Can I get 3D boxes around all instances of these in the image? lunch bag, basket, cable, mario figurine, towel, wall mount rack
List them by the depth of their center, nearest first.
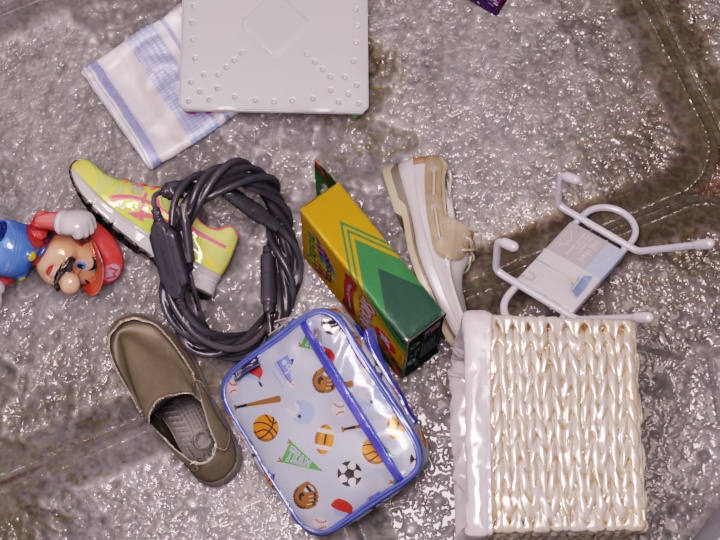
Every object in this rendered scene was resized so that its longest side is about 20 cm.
[{"bbox_3d":[0.163,0.151,1.189,0.159,0.198,0.203,-1,74,0],"label":"basket"},{"bbox_3d":[0.229,-0.009,1.247,0.173,0.075,0.200,31,56,25],"label":"wall mount rack"},{"bbox_3d":[-0.032,0.138,1.253,0.159,0.076,0.201,-34,82,11],"label":"lunch bag"},{"bbox_3d":[-0.330,-0.010,1.293,0.198,0.123,0.107,7,83,-28],"label":"mario figurine"},{"bbox_3d":[-0.129,-0.006,1.298,0.162,0.051,0.202,-26,107,-37],"label":"cable"},{"bbox_3d":[-0.186,-0.217,1.407,0.199,0.024,0.148,-34,75,-5],"label":"towel"}]

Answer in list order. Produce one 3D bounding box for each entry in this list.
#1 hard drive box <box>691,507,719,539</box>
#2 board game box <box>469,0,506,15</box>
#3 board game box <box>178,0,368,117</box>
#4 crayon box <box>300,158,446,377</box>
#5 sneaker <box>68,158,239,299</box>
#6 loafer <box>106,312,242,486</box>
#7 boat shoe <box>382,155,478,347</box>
[{"bbox_3d":[0.366,0.278,1.132,0.156,0.200,0.077,41,82,15],"label":"hard drive box"},{"bbox_3d":[0.096,-0.377,1.424,0.199,0.032,0.121,31,76,12],"label":"board game box"},{"bbox_3d":[-0.091,-0.258,1.391,0.197,0.026,0.203,1,72,-4],"label":"board game box"},{"bbox_3d":[0.000,0.000,1.277,0.051,0.127,0.201,-35,73,-12],"label":"crayon box"},{"bbox_3d":[-0.210,-0.060,1.343,0.199,0.078,0.091,37,80,2],"label":"sneaker"},{"bbox_3d":[-0.186,0.121,1.291,0.075,0.070,0.200,-38,75,-6],"label":"loafer"},{"bbox_3d":[0.082,-0.025,1.305,0.068,0.075,0.202,-20,73,5],"label":"boat shoe"}]
